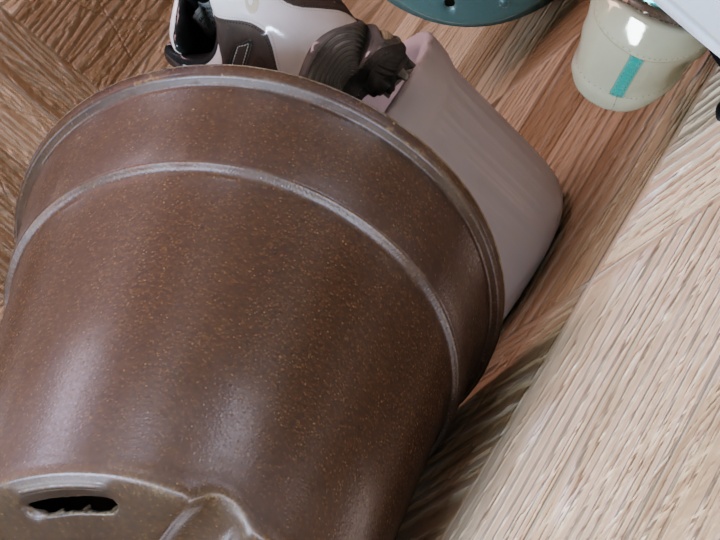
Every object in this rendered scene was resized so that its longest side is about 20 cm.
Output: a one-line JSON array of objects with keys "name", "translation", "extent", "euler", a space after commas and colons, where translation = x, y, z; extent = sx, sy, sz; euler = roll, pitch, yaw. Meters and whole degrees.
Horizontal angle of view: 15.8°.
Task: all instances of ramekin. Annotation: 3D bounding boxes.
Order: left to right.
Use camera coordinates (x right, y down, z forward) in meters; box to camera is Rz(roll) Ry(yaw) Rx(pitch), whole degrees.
[{"name": "ramekin", "translation": [0.000, 0.000, 1.159], "extent": [0.201, 0.098, 0.201], "euler": [-48, 10, 11]}]

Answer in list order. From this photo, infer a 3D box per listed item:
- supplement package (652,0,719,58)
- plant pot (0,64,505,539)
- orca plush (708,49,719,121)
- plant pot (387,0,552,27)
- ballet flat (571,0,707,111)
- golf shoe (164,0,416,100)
[{"name": "supplement package", "translation": [0.157, -0.102, 0.625], "extent": [0.111, 0.156, 0.200], "euler": [-46, 11, 28]}, {"name": "plant pot", "translation": [-0.062, 0.061, 0.960], "extent": [0.200, 0.200, 0.198], "euler": [-43, 19, 38]}, {"name": "orca plush", "translation": [0.156, -0.125, 0.989], "extent": [0.105, 0.071, 0.200], "euler": [-44, 11, 32]}, {"name": "plant pot", "translation": [0.065, -0.236, 1.525], "extent": [0.201, 0.200, 0.161], "euler": [-45, 22, 29]}, {"name": "ballet flat", "translation": [0.134, -0.123, 1.110], "extent": [0.069, 0.069, 0.200], "euler": [-44, 4, 35]}, {"name": "golf shoe", "translation": [-0.042, -0.094, 1.138], "extent": [0.078, 0.094, 0.200], "euler": [-53, 8, -14]}]
